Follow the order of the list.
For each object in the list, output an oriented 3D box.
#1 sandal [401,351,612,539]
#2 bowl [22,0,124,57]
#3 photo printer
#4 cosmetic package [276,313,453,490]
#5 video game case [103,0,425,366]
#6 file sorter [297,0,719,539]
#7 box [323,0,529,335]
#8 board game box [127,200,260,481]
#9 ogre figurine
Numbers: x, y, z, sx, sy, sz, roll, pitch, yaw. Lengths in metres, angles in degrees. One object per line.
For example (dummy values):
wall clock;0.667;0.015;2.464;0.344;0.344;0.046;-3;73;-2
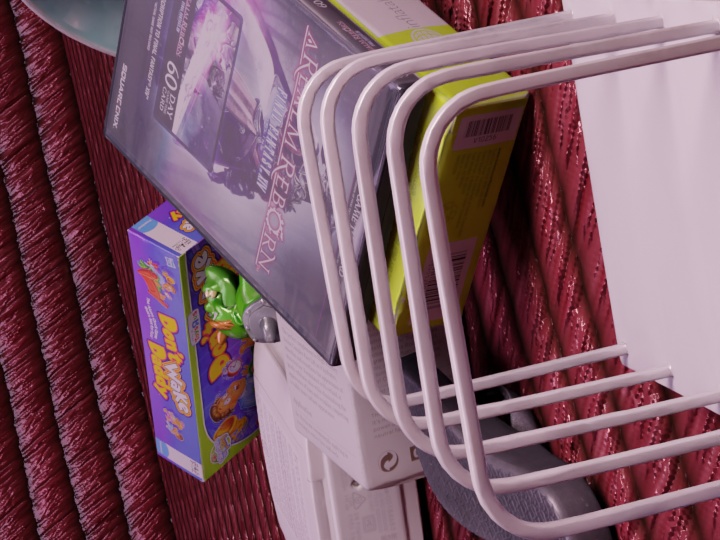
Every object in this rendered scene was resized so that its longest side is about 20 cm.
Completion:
sandal;0.070;0.092;1.002;0.200;0.043;0.077;38;147;59
bowl;-0.079;-0.193;1.102;0.201;0.199;0.106;102;174;-64
photo printer;-0.017;0.122;1.366;0.200;0.069;0.168;-135;35;-71
cosmetic package;0.000;0.000;1.117;0.102;0.074;0.202;33;134;60
video game case;-0.050;-0.072;0.971;0.200;0.019;0.144;44;133;38
file sorter;0.062;-0.009;0.690;0.200;0.124;0.140;-148;47;-75
box;-0.014;-0.077;0.975;0.200;0.047;0.123;45;133;37
board game box;-0.083;0.023;1.422;0.045;0.134;0.201;27;140;29
ogre figurine;-0.043;-0.018;1.229;0.200;0.097;0.121;152;113;-82
